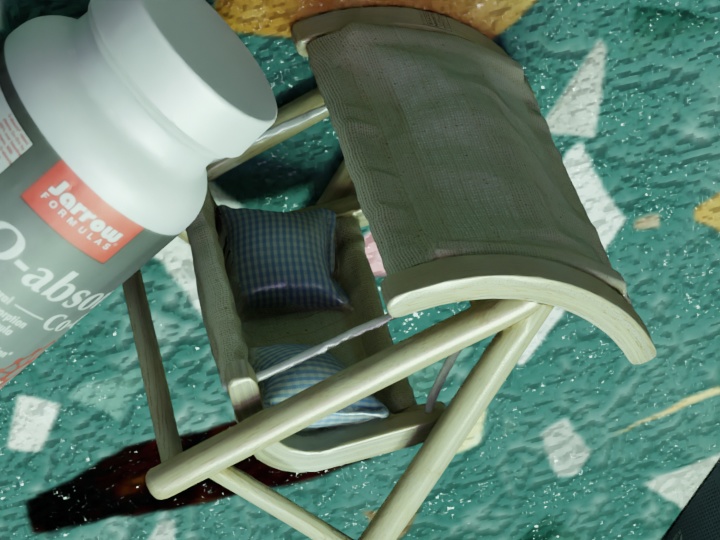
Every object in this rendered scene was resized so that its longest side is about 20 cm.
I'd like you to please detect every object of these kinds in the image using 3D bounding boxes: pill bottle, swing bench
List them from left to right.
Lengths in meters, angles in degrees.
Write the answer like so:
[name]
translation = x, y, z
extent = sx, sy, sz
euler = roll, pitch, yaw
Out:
[pill bottle]
translation = -0.141, -0.039, 1.020
extent = 0.200, 0.116, 0.116
euler = -40, 129, 17
[swing bench]
translation = 0.000, 0.000, 1.040
extent = 0.200, 0.199, 0.130
euler = -42, 128, 18

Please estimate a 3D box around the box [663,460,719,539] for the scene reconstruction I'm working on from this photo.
[box]
translation = 0.245, 0.158, 1.275
extent = 0.051, 0.158, 0.201
euler = 13, 125, -26
